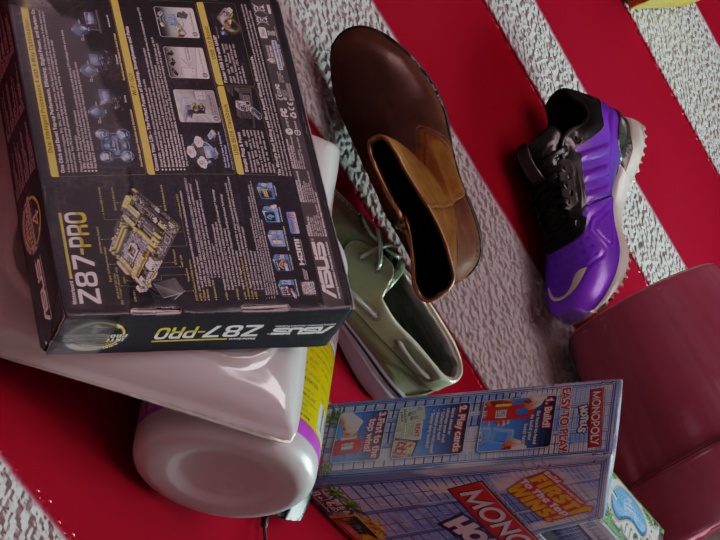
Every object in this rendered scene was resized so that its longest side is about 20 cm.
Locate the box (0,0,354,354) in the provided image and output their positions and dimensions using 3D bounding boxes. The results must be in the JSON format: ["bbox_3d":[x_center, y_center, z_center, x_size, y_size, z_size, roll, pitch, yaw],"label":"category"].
[{"bbox_3d":[-0.102,-0.055,1.157,0.161,0.049,0.201,-1,61,-27],"label":"box"}]

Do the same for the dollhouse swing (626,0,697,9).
[{"bbox_3d":[0.302,-0.352,1.921,0.182,0.175,0.201,-13,87,-58],"label":"dollhouse swing"}]

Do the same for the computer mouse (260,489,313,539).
[{"bbox_3d":[-0.048,0.151,1.292,0.059,0.034,0.201,34,50,-47],"label":"computer mouse"}]

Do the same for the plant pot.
[{"bbox_3d":[0.253,0.102,1.650,0.200,0.200,0.180,-6,66,-58],"label":"plant pot"}]

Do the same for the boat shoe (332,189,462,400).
[{"bbox_3d":[0.000,0.000,1.404,0.200,0.062,0.072,56,36,-27],"label":"boat shoe"}]

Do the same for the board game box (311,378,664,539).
[{"bbox_3d":[0.097,0.141,1.363,0.200,0.199,0.062,47,40,-35],"label":"board game box"}]

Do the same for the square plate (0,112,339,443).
[{"bbox_3d":[-0.110,-0.023,1.181,0.197,0.028,0.201,18,55,-15],"label":"square plate"}]

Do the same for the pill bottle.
[{"bbox_3d":[-0.064,0.032,1.253,0.104,0.104,0.201,43,43,-40],"label":"pill bottle"}]

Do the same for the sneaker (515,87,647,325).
[{"bbox_3d":[0.154,-0.055,1.672,0.099,0.069,0.201,35,50,-29],"label":"sneaker"}]

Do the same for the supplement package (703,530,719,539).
[{"bbox_3d":[0.360,0.245,1.797,0.200,0.121,0.120,47,41,-35],"label":"supplement package"}]

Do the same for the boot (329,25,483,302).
[{"bbox_3d":[0.017,-0.072,1.390,0.200,0.068,0.189,-17,89,-80],"label":"boot"}]
